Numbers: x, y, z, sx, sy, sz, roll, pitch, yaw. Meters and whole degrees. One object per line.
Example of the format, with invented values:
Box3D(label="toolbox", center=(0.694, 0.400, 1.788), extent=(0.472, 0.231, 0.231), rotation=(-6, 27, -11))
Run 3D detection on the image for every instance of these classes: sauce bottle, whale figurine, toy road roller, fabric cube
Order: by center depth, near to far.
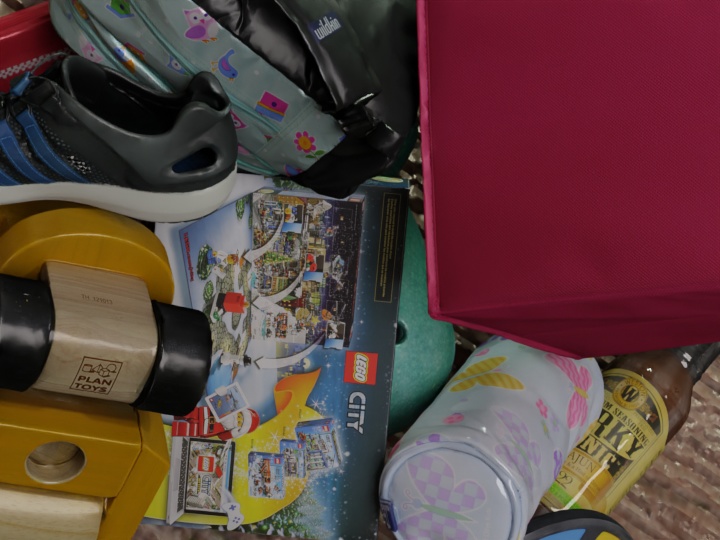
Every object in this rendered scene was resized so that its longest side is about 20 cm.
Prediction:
Box3D(label="fabric cube", center=(0.162, -0.066, 1.318), extent=(0.200, 0.199, 0.197), rotation=(15, 69, -60))
Box3D(label="toy road roller", center=(-0.167, 0.050, 1.344), extent=(0.122, 0.146, 0.200), rotation=(11, 127, -24))
Box3D(label="whale figurine", center=(0.000, 0.000, 1.461), extent=(0.158, 0.104, 0.201), rotation=(9, 85, -26))
Box3D(label="sauce bottle", center=(0.158, 0.096, 1.567), extent=(0.200, 0.065, 0.065), rotation=(-48, 111, -19))

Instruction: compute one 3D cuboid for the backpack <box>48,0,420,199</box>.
Box3D(label="backpack", center=(-0.061, -0.139, 1.321), extent=(0.200, 0.127, 0.167), rotation=(34, 42, -15))

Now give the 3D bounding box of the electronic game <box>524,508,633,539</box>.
Box3D(label="electronic game", center=(0.088, 0.226, 1.500), extent=(0.199, 0.042, 0.201), rotation=(-25, 136, -26))

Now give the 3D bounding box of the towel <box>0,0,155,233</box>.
Box3D(label="towel", center=(-0.172, -0.048, 1.388), extent=(0.144, 0.022, 0.201), rotation=(-22, 118, -22))

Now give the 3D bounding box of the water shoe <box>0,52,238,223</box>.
Box3D(label="water shoe", center=(-0.160, -0.078, 1.284), extent=(0.199, 0.072, 0.079), rotation=(5, 126, 3))

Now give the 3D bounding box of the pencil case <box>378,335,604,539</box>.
Box3D(label="pencil case", center=(0.079, 0.100, 1.438), extent=(0.200, 0.083, 0.091), rotation=(-47, 125, -62))

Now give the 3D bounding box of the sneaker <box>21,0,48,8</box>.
Box3D(label="sneaker", center=(-0.102, -0.144, 1.431), extent=(0.200, 0.076, 0.081), rotation=(30, 47, -15))

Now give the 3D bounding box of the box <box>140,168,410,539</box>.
Box3D(label="box", center=(-0.049, 0.044, 1.385), extent=(0.136, 0.038, 0.201), rotation=(5, 100, -1))
